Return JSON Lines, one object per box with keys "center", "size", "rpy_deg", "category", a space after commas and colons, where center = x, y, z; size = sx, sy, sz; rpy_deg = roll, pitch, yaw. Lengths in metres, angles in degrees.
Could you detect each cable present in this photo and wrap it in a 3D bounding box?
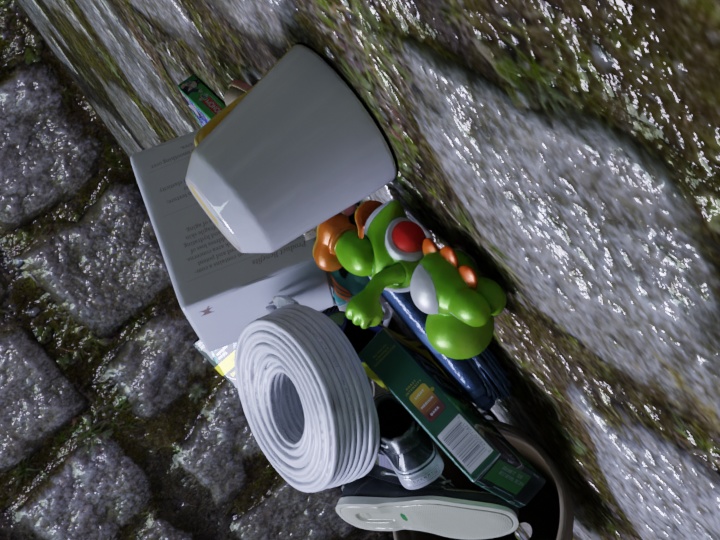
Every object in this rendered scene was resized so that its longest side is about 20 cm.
{"center": [-0.058, 0.135, 1.390], "size": [0.200, 0.069, 0.201], "rpy_deg": [10, 112, 56], "category": "cable"}

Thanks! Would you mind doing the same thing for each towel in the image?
{"center": [0.074, 0.049, 1.327], "size": [0.200, 0.048, 0.112], "rpy_deg": [51, 175, -7], "category": "towel"}

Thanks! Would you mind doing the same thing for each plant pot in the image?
{"center": [0.156, 0.281, 1.468], "size": [0.200, 0.200, 0.173], "rpy_deg": [46, -175, 29], "category": "plant pot"}

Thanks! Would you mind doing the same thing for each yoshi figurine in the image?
{"center": [0.050, 0.017, 1.181], "size": [0.200, 0.113, 0.112], "rpy_deg": [32, 178, 42], "category": "yoshi figurine"}

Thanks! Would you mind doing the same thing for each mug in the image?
{"center": [-0.075, -0.094, 1.189], "size": [0.150, 0.153, 0.187], "rpy_deg": [52, 171, -6], "category": "mug"}

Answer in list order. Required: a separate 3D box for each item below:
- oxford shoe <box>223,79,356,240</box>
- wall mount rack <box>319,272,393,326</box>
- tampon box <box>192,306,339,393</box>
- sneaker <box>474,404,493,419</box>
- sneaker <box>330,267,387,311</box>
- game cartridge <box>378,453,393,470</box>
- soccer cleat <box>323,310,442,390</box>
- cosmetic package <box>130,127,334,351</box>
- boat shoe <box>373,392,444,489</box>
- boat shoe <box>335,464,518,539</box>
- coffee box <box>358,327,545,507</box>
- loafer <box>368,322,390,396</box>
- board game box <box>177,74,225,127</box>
{"center": [-0.092, -0.120, 1.408], "size": [0.200, 0.075, 0.071], "rpy_deg": [49, 170, 17], "category": "oxford shoe"}
{"center": [-0.061, 0.034, 1.624], "size": [0.173, 0.075, 0.200], "rpy_deg": [5, -155, -38], "category": "wall mount rack"}
{"center": [-0.092, 0.104, 1.769], "size": [0.200, 0.150, 0.126], "rpy_deg": [45, -153, -6], "category": "tampon box"}
{"center": [0.126, 0.246, 1.617], "size": [0.075, 0.115, 0.200], "rpy_deg": [43, 167, 39], "category": "sneaker"}
{"center": [0.000, 0.000, 1.470], "size": [0.080, 0.071, 0.200], "rpy_deg": [63, 169, -2], "category": "sneaker"}
{"center": [0.049, 0.189, 1.687], "size": [0.130, 0.038, 0.202], "rpy_deg": [-161, 70, -75], "category": "game cartridge"}
{"center": [0.037, 0.097, 1.455], "size": [0.199, 0.065, 0.084], "rpy_deg": [22, 167, -27], "category": "soccer cleat"}
{"center": [-0.144, -0.044, 1.507], "size": [0.167, 0.166, 0.201], "rpy_deg": [81, 168, -70], "category": "cosmetic package"}
{"center": [0.041, 0.161, 1.406], "size": [0.071, 0.072, 0.200], "rpy_deg": [66, 172, -17], "category": "boat shoe"}
{"center": [0.073, 0.237, 1.386], "size": [0.199, 0.068, 0.072], "rpy_deg": [2, 137, 25], "category": "boat shoe"}
{"center": [0.092, 0.149, 1.344], "size": [0.200, 0.044, 0.123], "rpy_deg": [46, -174, 37], "category": "coffee box"}
{"center": [0.004, 0.133, 1.640], "size": [0.200, 0.069, 0.076], "rpy_deg": [-106, 17, -56], "category": "loafer"}
{"center": [-0.164, -0.155, 1.757], "size": [0.135, 0.029, 0.200], "rpy_deg": [43, 167, 37], "category": "board game box"}
